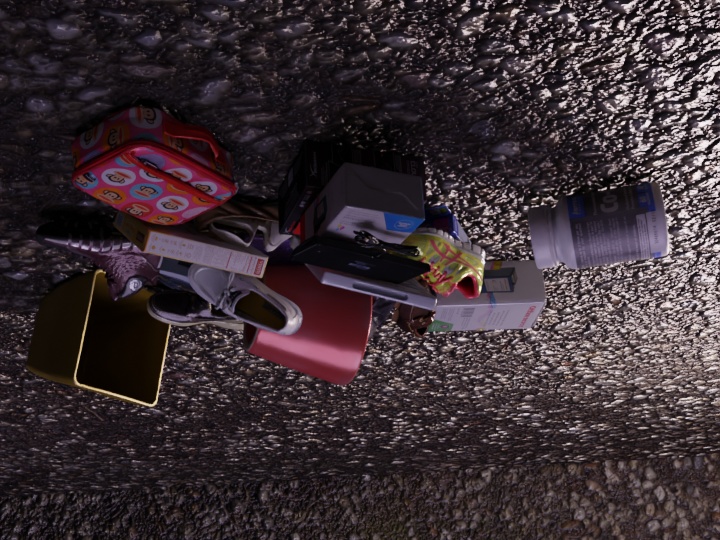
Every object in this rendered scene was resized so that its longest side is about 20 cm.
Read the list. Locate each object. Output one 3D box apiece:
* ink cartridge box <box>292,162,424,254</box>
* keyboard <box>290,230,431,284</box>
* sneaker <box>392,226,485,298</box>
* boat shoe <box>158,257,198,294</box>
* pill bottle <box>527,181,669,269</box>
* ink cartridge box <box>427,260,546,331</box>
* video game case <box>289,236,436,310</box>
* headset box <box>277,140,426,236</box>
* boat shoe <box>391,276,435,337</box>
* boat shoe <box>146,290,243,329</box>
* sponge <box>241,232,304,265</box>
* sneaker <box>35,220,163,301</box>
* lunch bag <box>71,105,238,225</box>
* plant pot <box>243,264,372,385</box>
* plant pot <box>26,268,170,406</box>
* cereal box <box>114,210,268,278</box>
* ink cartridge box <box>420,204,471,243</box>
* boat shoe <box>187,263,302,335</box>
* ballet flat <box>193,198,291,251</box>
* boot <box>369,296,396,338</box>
[{"bbox_3d":[-0.008,-0.061,1.343,0.115,0.068,0.200,8,153,-22],"label":"ink cartridge box"},{"bbox_3d":[0.014,-0.020,1.329,0.198,0.021,0.127,12,157,-37],"label":"keyboard"},{"bbox_3d":[0.122,-0.007,1.551,0.198,0.091,0.078,14,153,-31],"label":"sneaker"},{"bbox_3d":[-0.255,0.008,1.627,0.198,0.071,0.091,22,165,6],"label":"boat shoe"},{"bbox_3d":[0.361,-0.064,1.513,0.198,0.115,0.114,-9,156,13],"label":"pill bottle"},{"bbox_3d":[0.223,0.048,1.794,0.197,0.089,0.146,0,158,-2],"label":"ink cartridge box"},{"bbox_3d":[0.000,0.000,1.488,0.180,0.023,0.200,14,-168,-22],"label":"video game case"},{"bbox_3d":[-0.005,-0.105,1.420,0.198,0.076,0.149,6,154,-20],"label":"headset box"},{"bbox_3d":[0.100,0.066,1.723,0.070,0.070,0.200,41,169,11],"label":"boat shoe"},{"bbox_3d":[-0.285,0.060,1.798,0.198,0.074,0.065,5,145,-27],"label":"boat shoe"},{"bbox_3d":[-0.148,-0.021,1.662,0.110,0.030,0.200,1,156,-11],"label":"sponge"},{"bbox_3d":[-0.402,-0.008,1.536,0.198,0.076,0.117,6,113,-15],"label":"sneaker"},{"bbox_3d":[-0.261,-0.140,1.314,0.175,0.083,0.199,-21,153,28],"label":"lunch bag"},{"bbox_3d":[-0.093,0.077,1.644,0.175,0.203,0.201,11,154,-16],"label":"plant pot"},{"bbox_3d":[-0.479,0.126,1.782,0.175,0.202,0.199,-4,160,33],"label":"plant pot"},{"bbox_3d":[-0.254,-0.043,1.492,0.198,0.040,0.144,13,-170,-35],"label":"cereal box"},{"bbox_3d":[0.114,-0.043,1.633,0.118,0.042,0.200,-10,154,16],"label":"ink cartridge box"},{"bbox_3d":[-0.188,0.042,1.516,0.201,0.075,0.086,31,-173,13],"label":"boat shoe"},{"bbox_3d":[-0.160,-0.068,1.494,0.198,0.073,0.068,8,151,-25],"label":"ballet flat"},{"bbox_3d":[0.029,0.051,1.695,0.069,0.132,0.200,34,170,19],"label":"boot"}]
